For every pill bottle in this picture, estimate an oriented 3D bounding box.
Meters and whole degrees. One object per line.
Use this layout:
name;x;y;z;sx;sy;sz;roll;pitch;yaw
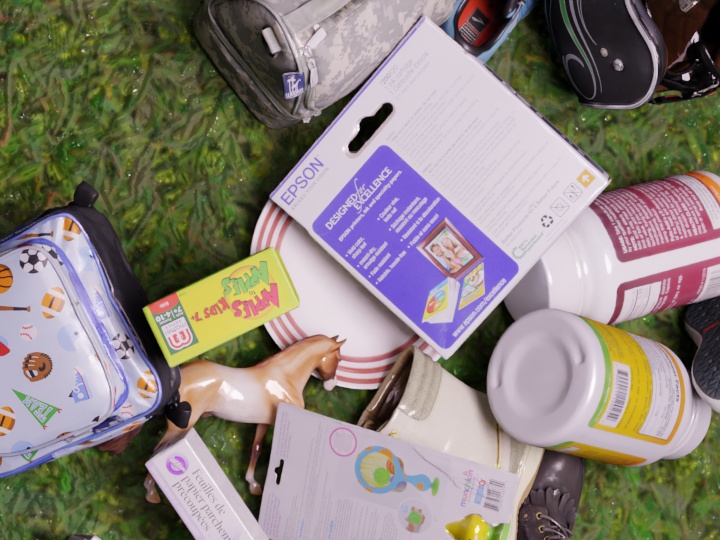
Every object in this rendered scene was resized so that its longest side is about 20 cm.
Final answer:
pill bottle;0.207;0.104;1.330;0.200;0.111;0.112;18;76;-45
pill bottle;0.225;-0.014;1.377;0.199;0.114;0.115;-13;88;-21

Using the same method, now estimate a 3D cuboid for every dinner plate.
dinner plate;0.000;0.000;1.342;0.199;0.024;0.201;2;82;-19

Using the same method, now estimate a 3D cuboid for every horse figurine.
horse figurine;-0.107;0.116;1.264;0.199;0.050;0.133;3;100;-19

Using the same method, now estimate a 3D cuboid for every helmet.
helmet;0.251;-0.242;1.362;0.199;0.200;0.192;-11;101;-21

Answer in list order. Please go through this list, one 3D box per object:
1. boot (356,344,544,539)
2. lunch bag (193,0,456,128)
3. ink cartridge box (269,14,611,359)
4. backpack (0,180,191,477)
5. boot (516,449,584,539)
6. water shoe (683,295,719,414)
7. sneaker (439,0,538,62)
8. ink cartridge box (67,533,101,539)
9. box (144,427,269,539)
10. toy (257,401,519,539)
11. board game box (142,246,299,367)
boot;0.060;0.178;1.305;0.154;0.072;0.201;32;67;-24
lunch bag;-0.022;-0.219;1.285;0.200;0.168;0.140;-39;97;-19
ink cartridge box;0.063;-0.067;1.287;0.200;0.043;0.198;42;100;0
backpack;-0.251;0.063;1.167;0.190;0.154;0.201;-26;88;13
boot;0.171;0.231;1.294;0.069;0.174;0.201;23;76;-16
water shoe;0.330;0.082;1.370;0.071;0.200;0.079;-32;106;18
sneaker;0.125;-0.242;1.382;0.078;0.090;0.200;35;71;-13
ink cartridge box;-0.175;0.314;1.206;0.200;0.084;0.145;38;72;-13
box;-0.091;0.215;1.216;0.039;0.041;0.200;-33;95;6
toy;0.024;0.179;1.245;0.199;0.047;0.116;16;106;21
board game box;-0.100;0.025;1.196;0.101;0.200;0.048;-26;91;-2
